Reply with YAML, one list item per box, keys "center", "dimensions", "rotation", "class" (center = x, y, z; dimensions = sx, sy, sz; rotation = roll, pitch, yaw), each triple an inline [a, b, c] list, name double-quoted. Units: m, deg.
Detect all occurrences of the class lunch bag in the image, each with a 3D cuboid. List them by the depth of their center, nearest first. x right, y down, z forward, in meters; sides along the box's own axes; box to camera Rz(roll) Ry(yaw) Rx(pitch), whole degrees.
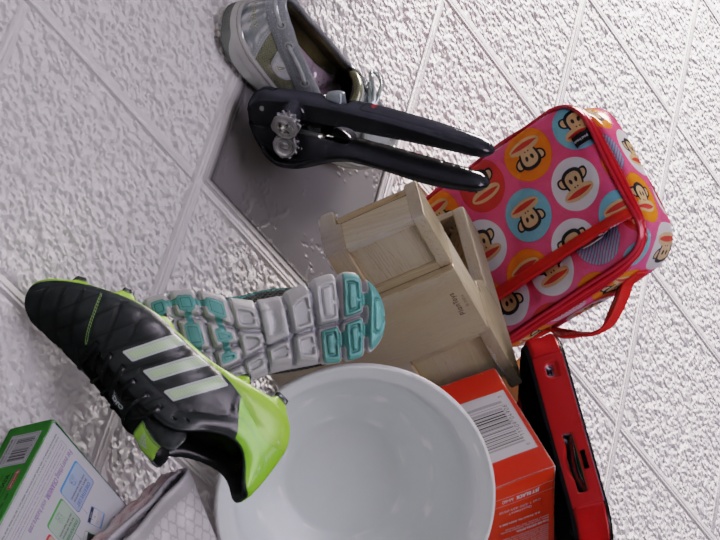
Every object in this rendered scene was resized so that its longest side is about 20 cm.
- center: [0.155, -0.023, 1.809]
  dimensions: [0.082, 0.200, 0.177]
  rotation: [-1, 61, -57]
  class: "lunch bag"

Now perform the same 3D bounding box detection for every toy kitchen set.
- center: [0.000, 0.000, 1.681]
  dimensions: [0.181, 0.163, 0.200]
  rotation: [-103, 166, -47]
  class: "toy kitchen set"

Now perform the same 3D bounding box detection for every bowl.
- center: [-0.009, 0.156, 1.575]
  dimensions: [0.090, 0.201, 0.202]
  rotation: [-131, -161, -77]
  class: "bowl"

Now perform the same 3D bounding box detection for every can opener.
- center: [0.006, -0.102, 1.639]
  dimensions: [0.079, 0.199, 0.064]
  rotation: [-43, 138, -54]
  class: "can opener"

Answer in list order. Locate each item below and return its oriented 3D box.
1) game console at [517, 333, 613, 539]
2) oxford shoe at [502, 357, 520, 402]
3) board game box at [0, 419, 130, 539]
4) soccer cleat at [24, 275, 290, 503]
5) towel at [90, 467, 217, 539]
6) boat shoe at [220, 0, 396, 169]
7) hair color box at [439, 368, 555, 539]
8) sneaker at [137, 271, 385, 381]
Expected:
- center: [0.154, 0.168, 1.665]
  dimensions: [0.177, 0.031, 0.200]
  rotation: [87, -7, -53]
  class: "game console"
- center: [0.116, 0.093, 1.849]
  dimensions: [0.200, 0.071, 0.071]
  rotation: [-27, 96, -55]
  class: "oxford shoe"
- center: [-0.181, 0.219, 1.388]
  dimensions: [0.200, 0.040, 0.153]
  rotation: [55, 39, -30]
  class: "board game box"
- center: [-0.138, 0.075, 1.422]
  dimensions: [0.200, 0.068, 0.081]
  rotation: [32, 53, -6]
  class: "soccer cleat"
- center: [-0.127, 0.253, 1.391]
  dimensions: [0.200, 0.032, 0.191]
  rotation: [-44, 115, -52]
  class: "towel"
- center: [-0.029, -0.148, 1.721]
  dimensions: [0.202, 0.065, 0.075]
  rotation: [44, 45, -39]
  class: "boat shoe"
- center: [0.100, 0.187, 1.676]
  dimensions: [0.200, 0.064, 0.111]
  rotation: [84, -18, -45]
  class: "hair color box"
- center: [-0.086, 0.050, 1.523]
  dimensions: [0.199, 0.091, 0.078]
  rotation: [-4, 84, -17]
  class: "sneaker"
